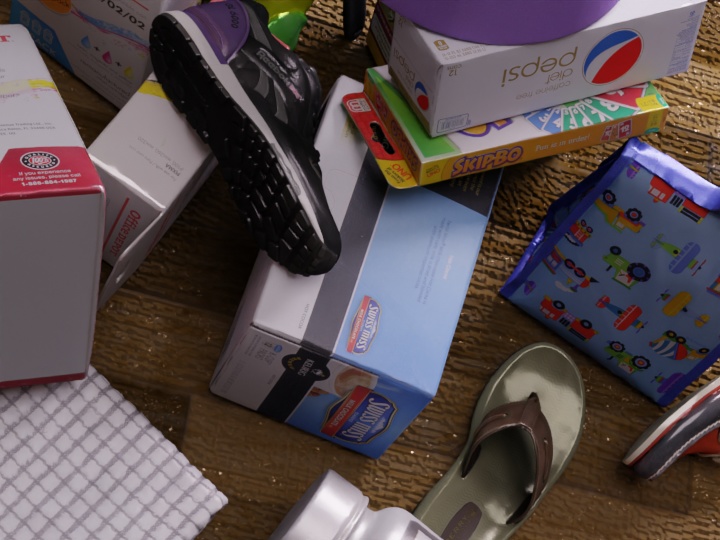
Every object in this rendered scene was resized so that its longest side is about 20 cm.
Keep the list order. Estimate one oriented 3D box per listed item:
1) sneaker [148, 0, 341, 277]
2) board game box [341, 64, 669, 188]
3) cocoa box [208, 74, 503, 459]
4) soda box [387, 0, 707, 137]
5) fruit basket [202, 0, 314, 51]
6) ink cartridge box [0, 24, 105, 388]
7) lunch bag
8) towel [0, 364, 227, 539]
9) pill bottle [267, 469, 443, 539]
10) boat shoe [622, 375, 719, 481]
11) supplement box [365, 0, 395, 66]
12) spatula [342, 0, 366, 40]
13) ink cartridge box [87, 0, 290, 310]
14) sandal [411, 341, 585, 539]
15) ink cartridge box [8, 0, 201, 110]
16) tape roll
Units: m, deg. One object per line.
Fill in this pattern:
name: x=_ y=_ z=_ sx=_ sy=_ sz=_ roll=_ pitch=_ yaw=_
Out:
sneaker: x=-0.050 y=-0.094 z=1.246 sx=0.087 sy=0.076 sz=0.201 roll=-21 pitch=72 yaw=-30
board game box: x=0.094 y=-0.111 z=1.293 sx=0.199 sy=0.030 sz=0.096 roll=-15 pitch=50 yaw=-17
cocoa box: x=0.000 y=0.000 z=1.325 sx=0.130 sy=0.133 sz=0.201 roll=22 pitch=62 yaw=-7
soda box: x=0.121 y=-0.152 z=1.272 sx=0.199 sy=0.064 sz=0.068 roll=-15 pitch=51 yaw=-21
fruit basket: x=-0.075 y=-0.259 z=1.412 sx=0.214 sy=0.156 sz=0.217 roll=10 pitch=48 yaw=-11
ink cartridge box: x=-0.255 y=-0.041 z=1.205 sx=0.144 sy=0.145 sz=0.200 roll=-6 pitch=38 yaw=-22
lunch bag: x=0.211 y=-0.009 z=1.366 sx=0.150 sy=0.200 sz=0.094 roll=34 pitch=62 yaw=-3
towel: x=-0.207 y=0.162 z=1.217 sx=0.165 sy=0.086 sz=0.200 roll=42 pitch=63 yaw=3
pill bottle: x=0.029 y=0.225 z=1.254 sx=0.200 sy=0.114 sz=0.114 roll=38 pitch=61 yaw=-1
boat shoe: x=0.273 y=0.103 z=1.419 sx=0.199 sy=0.071 sz=0.063 roll=-30 pitch=83 yaw=-31
supplement box: x=0.089 y=-0.194 z=1.385 sx=0.103 sy=0.201 sz=0.131 roll=-8 pitch=54 yaw=-22
spatula: x=0.002 y=-0.227 z=1.387 sx=0.021 sy=0.200 sz=0.056 roll=43 pitch=65 yaw=17
ink cartridge box: x=-0.138 y=-0.076 z=1.319 sx=0.067 sy=0.117 sz=0.200 roll=35 pitch=61 yaw=-1
sandal: x=0.102 y=0.135 z=1.348 sx=0.080 sy=0.057 sz=0.201 roll=35 pitch=62 yaw=-3
ink cartridge box: x=-0.165 y=-0.204 z=1.310 sx=0.115 sy=0.200 sz=0.068 roll=36 pitch=62 yaw=4
tape roll: x=0.085 y=-0.238 z=1.247 sx=0.198 sy=0.066 sz=0.201 roll=4 pitch=54 yaw=-5
